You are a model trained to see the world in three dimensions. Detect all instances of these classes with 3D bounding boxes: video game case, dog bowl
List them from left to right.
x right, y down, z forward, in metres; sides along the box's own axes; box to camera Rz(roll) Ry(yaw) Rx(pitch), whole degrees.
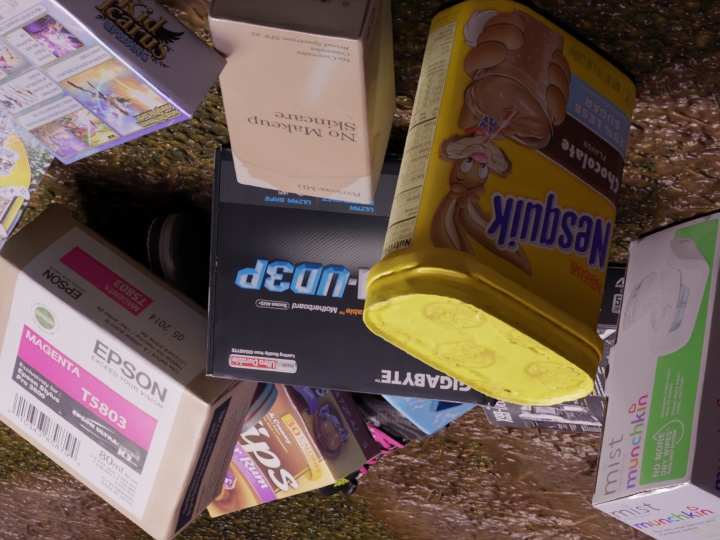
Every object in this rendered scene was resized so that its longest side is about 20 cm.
[{"bbox_3d":[-0.195,-0.147,1.417,0.181,0.045,0.200,41,157,-19],"label":"video game case"},{"bbox_3d":[0.025,0.062,1.739,0.111,0.050,0.200,47,180,20],"label":"dog bowl"}]

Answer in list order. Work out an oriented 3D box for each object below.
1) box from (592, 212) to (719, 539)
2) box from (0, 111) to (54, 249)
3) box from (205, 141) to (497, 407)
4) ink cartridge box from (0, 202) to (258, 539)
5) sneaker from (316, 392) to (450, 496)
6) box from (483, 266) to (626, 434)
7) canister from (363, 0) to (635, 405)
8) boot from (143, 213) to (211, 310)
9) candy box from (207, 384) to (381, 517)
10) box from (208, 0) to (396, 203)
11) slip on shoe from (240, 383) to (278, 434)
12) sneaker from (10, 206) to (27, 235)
[{"bbox_3d":[0.256,0.091,1.616,0.176,0.200,0.097,30,149,-31],"label":"box"},{"bbox_3d":[-0.297,-0.103,1.565,0.200,0.038,0.137,23,116,-22],"label":"box"},{"bbox_3d":[0.000,0.000,1.597,0.200,0.159,0.046,6,-169,13],"label":"box"},{"bbox_3d":[-0.180,0.075,1.731,0.200,0.075,0.165,35,137,15],"label":"ink cartridge box"},{"bbox_3d":[-0.006,0.143,1.975,0.200,0.088,0.074,-12,146,40],"label":"sneaker"},{"bbox_3d":[0.156,0.060,1.773,0.157,0.050,0.200,4,154,18],"label":"box"},{"bbox_3d":[0.086,-0.042,1.410,0.148,0.200,0.086,29,150,-33],"label":"canister"},{"bbox_3d":[-0.176,0.012,1.798,0.150,0.073,0.200,4,161,11],"label":"boot"},{"bbox_3d":[-0.080,0.122,1.917,0.200,0.056,0.117,-23,96,54],"label":"candy box"},{"bbox_3d":[-0.031,-0.124,1.436,0.095,0.078,0.200,9,155,8],"label":"box"},{"bbox_3d":[-0.137,0.090,1.824,0.061,0.074,0.200,48,153,-20],"label":"slip on shoe"},{"bbox_3d":[-0.283,-0.081,1.635,0.074,0.082,0.200,-4,149,29],"label":"sneaker"}]
